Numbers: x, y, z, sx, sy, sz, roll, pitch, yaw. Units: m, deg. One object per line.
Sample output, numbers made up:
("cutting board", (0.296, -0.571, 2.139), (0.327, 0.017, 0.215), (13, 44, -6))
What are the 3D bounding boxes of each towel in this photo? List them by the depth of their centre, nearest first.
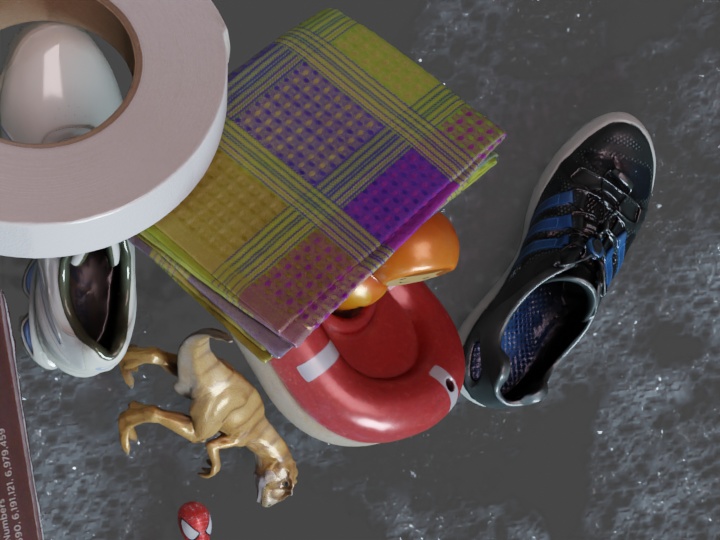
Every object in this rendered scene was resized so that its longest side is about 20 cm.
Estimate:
("towel", (-0.033, -0.052, 1.533), (0.144, 0.023, 0.200), (38, 60, 15))

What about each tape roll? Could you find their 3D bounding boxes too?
("tape roll", (-0.169, -0.101, 1.507), (0.203, 0.037, 0.203), (1, 60, -2))

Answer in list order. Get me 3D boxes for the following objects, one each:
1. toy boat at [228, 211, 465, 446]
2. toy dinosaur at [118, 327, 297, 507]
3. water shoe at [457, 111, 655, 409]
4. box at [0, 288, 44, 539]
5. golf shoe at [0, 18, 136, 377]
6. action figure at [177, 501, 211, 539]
("toy boat", (0.000, 0.000, 1.586), (0.200, 0.131, 0.131), (59, 41, -17))
("toy dinosaur", (-0.087, 0.064, 1.579), (0.200, 0.106, 0.060), (62, 33, -55))
("water shoe", (0.130, -0.002, 1.686), (0.071, 0.079, 0.200), (33, 81, -23))
("box", (-0.286, 0.098, 1.465), (0.200, 0.166, 0.164), (-11, 100, -23))
("golf shoe", (-0.149, -0.040, 1.552), (0.078, 0.097, 0.200), (-9, 97, -21))
("action figure", (-0.081, 0.230, 1.634), (0.065, 0.052, 0.200), (-13, 97, -18))
